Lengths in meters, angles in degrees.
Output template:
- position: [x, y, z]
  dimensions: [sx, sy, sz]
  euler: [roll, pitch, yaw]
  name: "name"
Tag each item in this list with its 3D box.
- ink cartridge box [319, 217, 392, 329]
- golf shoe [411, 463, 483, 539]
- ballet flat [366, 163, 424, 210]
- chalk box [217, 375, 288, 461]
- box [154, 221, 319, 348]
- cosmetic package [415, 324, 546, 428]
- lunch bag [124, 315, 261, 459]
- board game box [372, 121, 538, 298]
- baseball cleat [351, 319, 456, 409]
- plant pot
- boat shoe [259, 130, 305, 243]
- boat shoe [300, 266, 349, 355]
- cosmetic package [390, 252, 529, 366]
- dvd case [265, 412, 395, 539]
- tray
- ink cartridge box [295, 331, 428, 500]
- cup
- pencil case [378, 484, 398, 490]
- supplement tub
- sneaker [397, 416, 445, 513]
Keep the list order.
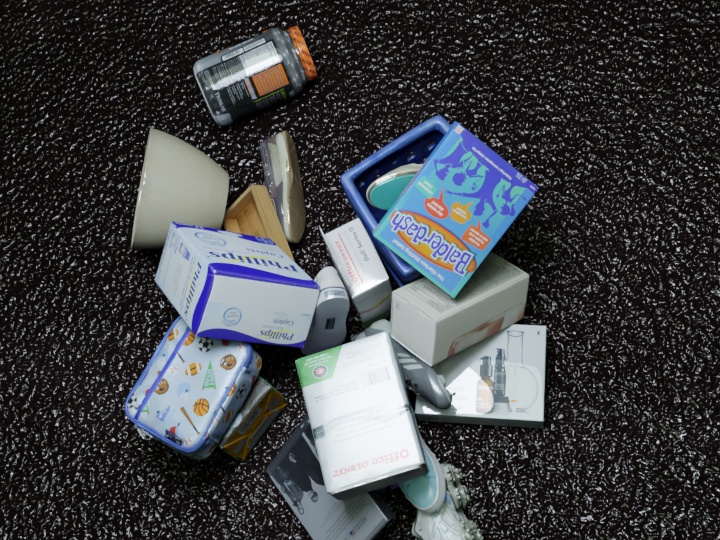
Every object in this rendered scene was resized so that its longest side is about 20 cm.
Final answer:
- position: [0.000, 0.000, 1.604]
  dimensions: [0.067, 0.200, 0.118]
  euler: [-26, 69, -2]
  name: "ink cartridge box"
- position: [0.128, 0.393, 1.524]
  dimensions: [0.096, 0.078, 0.202]
  euler: [-26, 62, 17]
  name: "golf shoe"
- position: [0.105, -0.133, 1.522]
  dimensions: [0.197, 0.070, 0.070]
  euler: [-7, 69, 1]
  name: "ballet flat"
- position: [-0.235, 0.183, 1.616]
  dimensions: [0.199, 0.124, 0.125]
  euler: [37, 80, 20]
  name: "chalk box"
- position: [-0.187, 0.020, 1.545]
  dimensions: [0.200, 0.182, 0.106]
  euler: [41, 116, 52]
  name: "box"
- position: [0.189, 0.160, 1.599]
  dimensions: [0.197, 0.052, 0.153]
  euler: [2, 68, 9]
  name: "cosmetic package"
- position: [-0.252, 0.170, 1.519]
  dimensions: [0.159, 0.076, 0.201]
  euler: [27, 77, 20]
  name: "lunch bag"
- position: [0.135, -0.086, 1.470]
  dimensions: [0.151, 0.045, 0.201]
  euler: [36, 99, -6]
  name: "board game box"
- position: [0.055, 0.158, 1.559]
  dimensions: [0.106, 0.070, 0.200]
  euler: [-29, 43, -15]
  name: "baseball cleat"
- position: [0.102, -0.087, 1.628]
  dimensions: [0.199, 0.180, 0.201]
  euler: [-32, 68, -7]
  name: "plant pot"
- position: [-0.137, -0.138, 1.748]
  dimensions: [0.064, 0.072, 0.203]
  euler: [-12, 73, 19]
  name: "boat shoe"
- position: [-0.060, 0.065, 1.597]
  dimensions: [0.071, 0.201, 0.066]
  euler: [-6, 60, -10]
  name: "boat shoe"
- position: [0.151, 0.054, 1.563]
  dimensions: [0.198, 0.088, 0.103]
  euler: [-22, 40, -32]
  name: "cosmetic package"
- position: [-0.050, 0.332, 1.537]
  dimensions: [0.201, 0.025, 0.151]
  euler: [51, 125, 21]
  name: "dvd case"
- position: [-0.163, -0.030, 1.700]
  dimensions: [0.098, 0.037, 0.202]
  euler: [-40, 62, 38]
  name: "tray"
- position: [0.003, 0.210, 1.467]
  dimensions: [0.145, 0.083, 0.202]
  euler: [-16, 68, 5]
  name: "ink cartridge box"
- position: [-0.298, -0.125, 1.717]
  dimensions: [0.141, 0.200, 0.203]
  euler: [9, 70, -15]
  name: "cup"
- position: [-0.011, 0.247, 1.585]
  dimensions: [0.085, 0.084, 0.202]
  euler: [-4, 66, -29]
  name: "pencil case"
- position: [-0.183, -0.344, 1.798]
  dimensions: [0.198, 0.123, 0.124]
  euler: [-23, 68, -1]
  name: "supplement tub"
- position: [0.057, 0.267, 1.524]
  dimensions: [0.074, 0.082, 0.201]
  euler: [-41, 54, 20]
  name: "sneaker"
